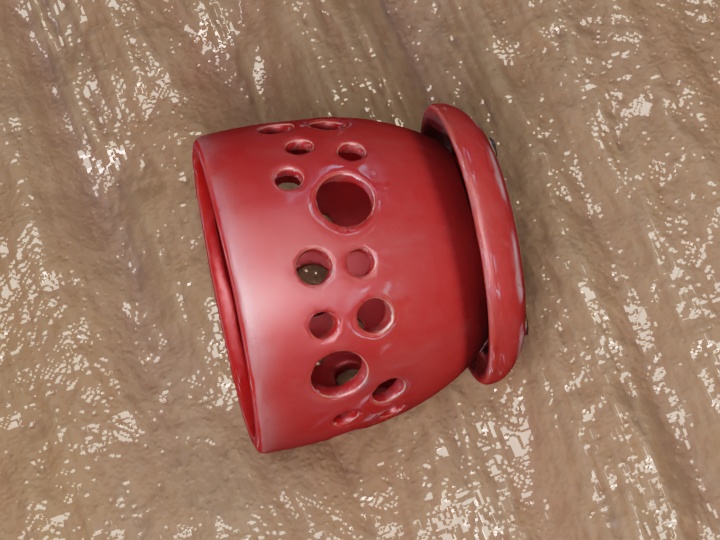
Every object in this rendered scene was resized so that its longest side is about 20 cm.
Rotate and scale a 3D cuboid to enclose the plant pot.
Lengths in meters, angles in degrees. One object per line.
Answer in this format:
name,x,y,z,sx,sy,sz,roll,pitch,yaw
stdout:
plant pot,0.000,0.000,1.490,0.181,0.201,0.202,-10,62,-9
